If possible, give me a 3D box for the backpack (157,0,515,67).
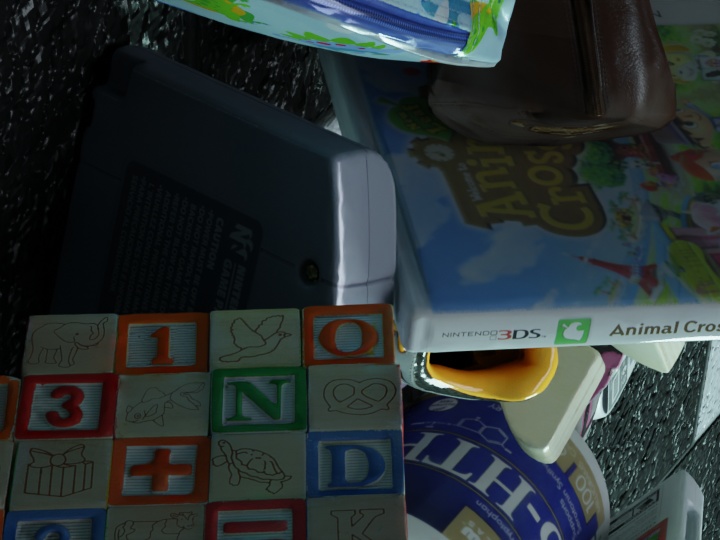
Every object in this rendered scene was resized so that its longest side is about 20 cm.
[{"bbox_3d":[-0.025,-0.144,0.683,0.200,0.182,0.148,20,91,-60],"label":"backpack"}]

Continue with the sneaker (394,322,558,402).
[{"bbox_3d":[0.000,0.000,0.925,0.200,0.077,0.079,22,92,-39],"label":"sneaker"}]

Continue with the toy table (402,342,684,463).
[{"bbox_3d":[0.080,-0.019,1.077,0.201,0.117,0.184,-65,155,-5],"label":"toy table"}]

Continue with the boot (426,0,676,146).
[{"bbox_3d":[0.101,-0.122,0.889,0.064,0.185,0.201,114,-27,-52],"label":"boot"}]

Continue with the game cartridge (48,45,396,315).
[{"bbox_3d":[-0.054,0.038,0.825,0.041,0.133,0.201,-12,121,-54],"label":"game cartridge"}]

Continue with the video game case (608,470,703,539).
[{"bbox_3d":[0.081,0.182,1.157,0.200,0.023,0.182,-37,-177,13],"label":"video game case"}]

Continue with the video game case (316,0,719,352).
[{"bbox_3d":[0.086,-0.044,0.871,0.200,0.181,0.022,-105,-162,-50],"label":"video game case"}]

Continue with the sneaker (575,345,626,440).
[{"bbox_3d":[0.087,0.062,1.228,0.201,0.080,0.086,-63,168,7],"label":"sneaker"}]

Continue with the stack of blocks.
[{"bbox_3d":[-0.086,0.071,0.710,0.115,0.199,0.059,-93,-179,-52],"label":"stack of blocks"}]

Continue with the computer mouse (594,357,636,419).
[{"bbox_3d":[0.149,-0.007,1.318,0.110,0.044,0.200,86,28,-51],"label":"computer mouse"}]

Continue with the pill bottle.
[{"bbox_3d":[0.023,0.142,1.064,0.200,0.119,0.120,-42,145,-54],"label":"pill bottle"}]
